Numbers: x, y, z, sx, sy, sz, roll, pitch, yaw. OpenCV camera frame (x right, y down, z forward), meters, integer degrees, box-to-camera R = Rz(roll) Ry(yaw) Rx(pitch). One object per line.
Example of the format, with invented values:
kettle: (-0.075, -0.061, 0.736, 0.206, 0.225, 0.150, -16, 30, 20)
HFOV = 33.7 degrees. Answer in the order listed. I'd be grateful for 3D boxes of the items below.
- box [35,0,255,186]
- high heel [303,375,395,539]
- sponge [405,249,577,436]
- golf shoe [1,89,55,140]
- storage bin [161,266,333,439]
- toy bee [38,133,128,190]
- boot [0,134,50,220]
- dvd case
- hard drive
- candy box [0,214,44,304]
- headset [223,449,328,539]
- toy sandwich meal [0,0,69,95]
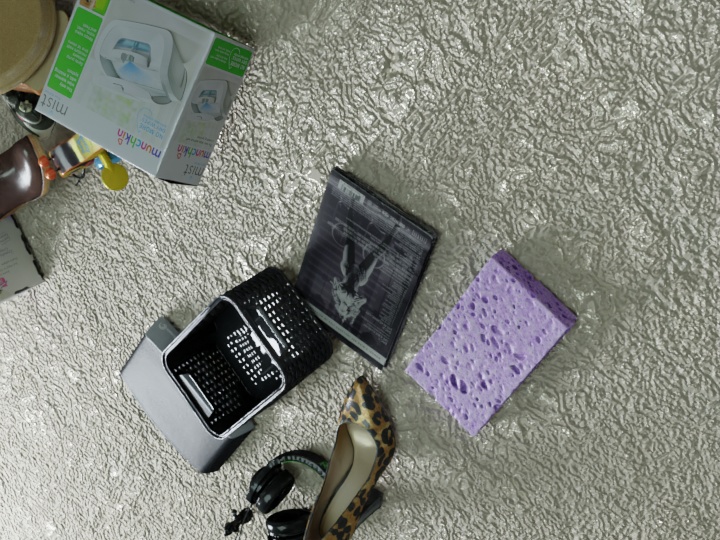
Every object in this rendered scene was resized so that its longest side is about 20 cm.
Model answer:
box: (-0.251, -0.220, 1.382, 0.199, 0.097, 0.178, 29, 99, 24)
high heel: (-0.022, 0.237, 1.418, 0.071, 0.142, 0.202, 13, 118, 32)
sponge: (0.139, 0.082, 1.301, 0.112, 0.030, 0.201, 44, 130, 13)
golf shoe: (-0.463, -0.262, 1.574, 0.201, 0.077, 0.088, 62, 160, 16)
storage bin: (-0.142, 0.104, 1.473, 0.136, 0.094, 0.200, 54, 137, 4)
toy bee: (-0.348, -0.149, 1.517, 0.131, 0.109, 0.200, 43, 130, 11)
boot: (-0.506, -0.103, 1.574, 0.073, 0.165, 0.200, 63, 146, 9)
dvd case: (0.000, 0.000, 1.379, 0.148, 0.016, 0.201, 35, 127, 21)
hard drive: (-0.243, 0.175, 1.625, 0.200, 0.042, 0.135, 49, 130, 9)
candy box: (-0.572, -0.036, 1.697, 0.071, 0.167, 0.201, -18, 98, 42)
headset: (-0.101, 0.310, 1.575, 0.199, 0.094, 0.124, -28, 88, 26)
toy sandwich meal: (-0.457, -0.294, 1.504, 0.205, 0.206, 0.070, 38, 172, 18)
